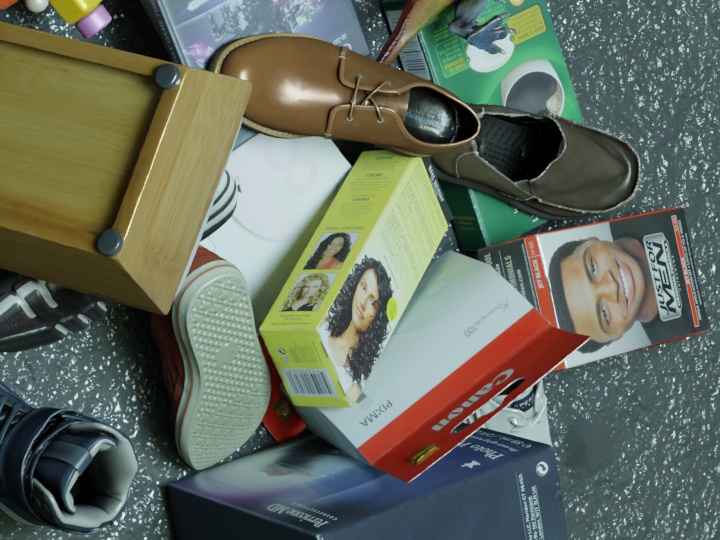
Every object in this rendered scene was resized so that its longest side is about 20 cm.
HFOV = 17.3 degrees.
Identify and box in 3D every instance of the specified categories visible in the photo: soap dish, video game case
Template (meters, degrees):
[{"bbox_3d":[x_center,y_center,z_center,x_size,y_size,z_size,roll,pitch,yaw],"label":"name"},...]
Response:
[{"bbox_3d":[-0.185,-0.074,1.485,0.158,0.199,0.081,-70,157,-11],"label":"soap dish"},{"bbox_3d":[-0.078,-0.196,1.562,0.143,0.019,0.201,-36,122,-28],"label":"video game case"}]

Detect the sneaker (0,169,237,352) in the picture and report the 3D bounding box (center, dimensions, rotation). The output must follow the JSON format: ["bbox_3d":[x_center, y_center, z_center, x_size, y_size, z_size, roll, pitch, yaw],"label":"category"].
[{"bbox_3d":[-0.186,-0.038,1.566,0.199,0.116,0.076,-32,155,-1],"label":"sneaker"}]

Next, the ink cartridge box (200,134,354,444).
[{"bbox_3d":[-0.052,0.000,1.662,0.163,0.057,0.200,-48,110,-23],"label":"ink cartridge box"}]

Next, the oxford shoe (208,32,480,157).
[{"bbox_3d":[-0.007,-0.118,1.577,0.199,0.071,0.072,8,90,-32],"label":"oxford shoe"}]

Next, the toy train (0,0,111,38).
[{"bbox_3d":[-0.202,-0.234,1.503,0.150,0.055,0.201,34,45,-33],"label":"toy train"}]

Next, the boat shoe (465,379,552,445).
[{"bbox_3d":[0.104,0.094,1.755,0.073,0.065,0.201,-37,110,-27],"label":"boat shoe"}]

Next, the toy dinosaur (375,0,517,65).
[{"bbox_3d":[0.066,-0.248,1.686,0.199,0.182,0.105,-16,139,-14],"label":"toy dinosaur"}]

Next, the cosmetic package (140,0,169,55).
[{"bbox_3d":[-0.060,-0.231,1.637,0.200,0.071,0.102,-39,111,-27],"label":"cosmetic package"}]

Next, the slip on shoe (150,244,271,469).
[{"bbox_3d":[-0.104,0.057,1.585,0.074,0.061,0.201,-28,141,-21],"label":"slip on shoe"}]

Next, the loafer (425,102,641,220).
[{"bbox_3d":[0.131,-0.077,1.713,0.199,0.071,0.074,7,88,-33],"label":"loafer"}]

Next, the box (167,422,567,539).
[{"bbox_3d":[0.006,0.184,1.609,0.197,0.199,0.124,-18,105,-32],"label":"box"}]

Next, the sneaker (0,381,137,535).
[{"bbox_3d":[-0.229,0.093,1.490,0.202,0.146,0.077,43,71,-25],"label":"sneaker"}]

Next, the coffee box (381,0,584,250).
[{"bbox_3d":[0.099,-0.127,1.761,0.123,0.044,0.201,-28,106,-29],"label":"coffee box"}]

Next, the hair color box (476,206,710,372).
[{"bbox_3d":[0.177,0.016,1.765,0.199,0.061,0.102,-12,89,-50],"label":"hair color box"}]

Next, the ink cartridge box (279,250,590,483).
[{"bbox_3d":[0.046,0.062,1.596,0.160,0.200,0.047,-37,107,-12],"label":"ink cartridge box"}]

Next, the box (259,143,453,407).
[{"bbox_3d":[0.000,0.000,1.626,0.201,0.050,0.076,-63,140,-41],"label":"box"}]
